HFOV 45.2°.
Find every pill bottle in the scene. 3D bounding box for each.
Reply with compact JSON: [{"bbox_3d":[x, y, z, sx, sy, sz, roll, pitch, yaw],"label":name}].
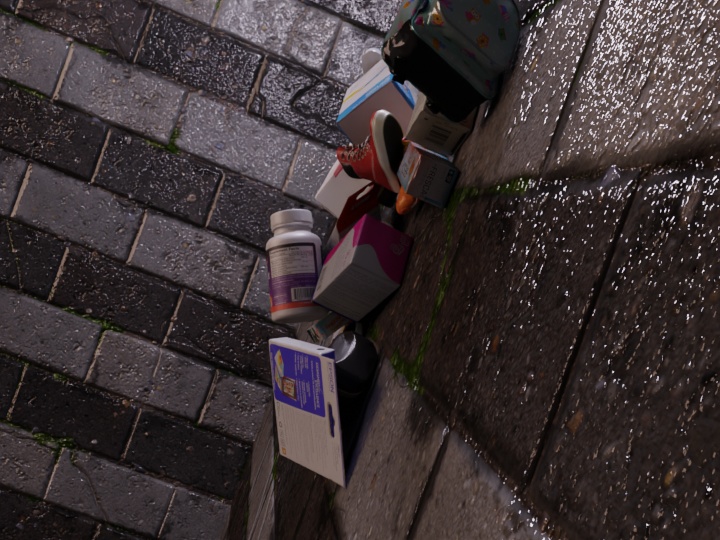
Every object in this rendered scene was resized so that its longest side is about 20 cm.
[{"bbox_3d":[-0.124,-0.008,1.649,0.111,0.109,0.205,136,129,-74],"label":"pill bottle"}]

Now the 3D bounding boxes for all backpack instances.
[{"bbox_3d":[0.138,-0.346,1.237,0.153,0.174,0.203,-37,27,45],"label":"backpack"}]

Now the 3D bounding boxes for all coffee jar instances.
[{"bbox_3d":[-0.041,0.198,1.440,0.105,0.084,0.202,-60,-3,-49],"label":"coffee jar"}]

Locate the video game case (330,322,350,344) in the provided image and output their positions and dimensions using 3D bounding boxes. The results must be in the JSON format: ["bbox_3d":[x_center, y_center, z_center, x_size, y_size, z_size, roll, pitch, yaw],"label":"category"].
[{"bbox_3d":[-0.053,0.174,1.914,0.143,0.017,0.204,125,163,-65],"label":"video game case"}]

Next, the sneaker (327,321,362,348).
[{"bbox_3d":[-0.075,0.178,1.675,0.073,0.110,0.204,-89,20,-69],"label":"sneaker"}]

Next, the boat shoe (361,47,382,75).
[{"bbox_3d":[0.079,-0.387,1.798,0.071,0.200,0.068,-28,27,39],"label":"boat shoe"}]

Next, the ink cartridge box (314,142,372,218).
[{"bbox_3d":[-0.007,-0.212,1.804,0.146,0.084,0.201,-48,11,27],"label":"ink cartridge box"}]

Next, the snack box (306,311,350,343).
[{"bbox_3d":[-0.046,0.096,1.760,0.115,0.037,0.200,-37,-1,-12],"label":"snack box"}]

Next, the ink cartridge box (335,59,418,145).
[{"bbox_3d":[0.058,-0.308,1.683,0.143,0.148,0.201,-34,22,23],"label":"ink cartridge box"}]

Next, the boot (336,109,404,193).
[{"bbox_3d":[0.008,-0.219,1.538,0.073,0.142,0.201,-61,-24,-22],"label":"boot"}]

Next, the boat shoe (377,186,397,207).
[{"bbox_3d":[0.059,-0.185,1.844,0.073,0.065,0.201,-45,11,30],"label":"boat shoe"}]

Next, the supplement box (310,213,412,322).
[{"bbox_3d":[0.000,0.000,1.532,0.200,0.102,0.103,-45,24,60],"label":"supplement box"}]

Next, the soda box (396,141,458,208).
[{"bbox_3d":[0.104,-0.155,1.377,0.200,0.067,0.065,-93,25,-75],"label":"soda box"}]

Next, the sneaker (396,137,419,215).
[{"bbox_3d":[0.098,-0.193,1.512,0.073,0.075,0.203,-88,18,-65],"label":"sneaker"}]

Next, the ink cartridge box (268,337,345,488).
[{"bbox_3d":[-0.073,0.217,1.360,0.198,0.043,0.204,9,106,55],"label":"ink cartridge box"}]

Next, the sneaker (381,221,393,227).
[{"bbox_3d":[0.027,-0.045,1.709,0.089,0.074,0.201,-60,-3,-39],"label":"sneaker"}]

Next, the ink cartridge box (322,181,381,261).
[{"bbox_3d":[-0.005,-0.083,1.702,0.162,0.057,0.201,-39,-14,-49],"label":"ink cartridge box"}]

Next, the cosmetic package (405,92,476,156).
[{"bbox_3d":[0.146,-0.301,1.377,0.104,0.085,0.204,125,163,-69],"label":"cosmetic package"}]
